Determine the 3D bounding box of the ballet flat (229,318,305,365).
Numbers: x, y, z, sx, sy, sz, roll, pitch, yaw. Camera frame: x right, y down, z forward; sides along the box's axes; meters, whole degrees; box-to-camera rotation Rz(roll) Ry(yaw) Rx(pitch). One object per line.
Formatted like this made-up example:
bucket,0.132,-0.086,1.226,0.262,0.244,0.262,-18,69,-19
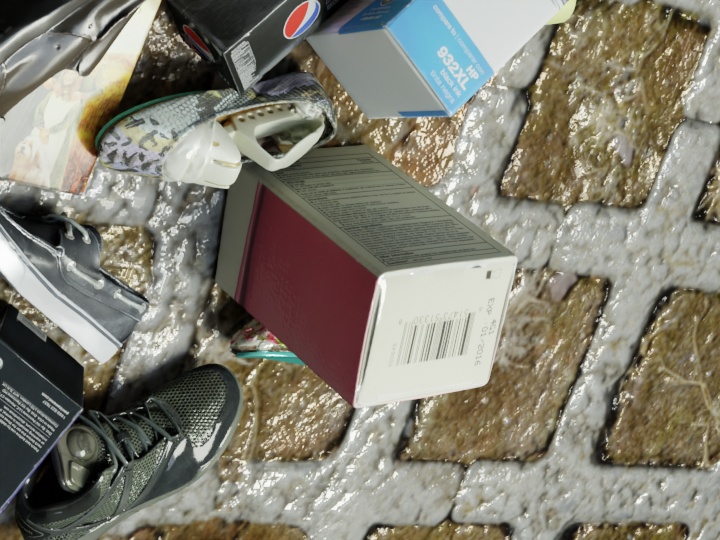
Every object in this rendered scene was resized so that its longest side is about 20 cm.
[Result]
ballet flat,-0.025,0.047,1.634,0.199,0.075,0.065,11,78,-46

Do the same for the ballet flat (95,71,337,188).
ballet flat,-0.091,-0.094,1.460,0.199,0.072,0.073,-18,126,-40

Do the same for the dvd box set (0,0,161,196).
dvd box set,-0.212,-0.156,1.379,0.146,0.029,0.201,13,108,-42

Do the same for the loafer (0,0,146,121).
loafer,-0.185,-0.167,1.329,0.199,0.073,0.072,-32,138,-6

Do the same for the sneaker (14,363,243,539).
sneaker,-0.171,0.129,1.532,0.199,0.076,0.114,-33,160,-13

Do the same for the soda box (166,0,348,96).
soda box,-0.037,-0.219,1.440,0.200,0.071,0.063,-42,159,-11

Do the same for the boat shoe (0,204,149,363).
boat shoe,-0.212,-0.009,1.439,0.068,0.072,0.200,-45,137,-4

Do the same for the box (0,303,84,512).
box,-0.255,0.109,1.385,0.079,0.200,0.141,41,89,-9

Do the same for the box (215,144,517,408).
box,0.000,0.000,1.519,0.127,0.200,0.110,-7,120,-34

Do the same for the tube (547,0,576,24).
tube,0.070,-0.203,1.560,0.198,0.058,0.052,-8,156,-29

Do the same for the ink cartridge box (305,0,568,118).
ink cartridge box,0.077,-0.202,1.460,0.200,0.145,0.084,-44,108,-15
